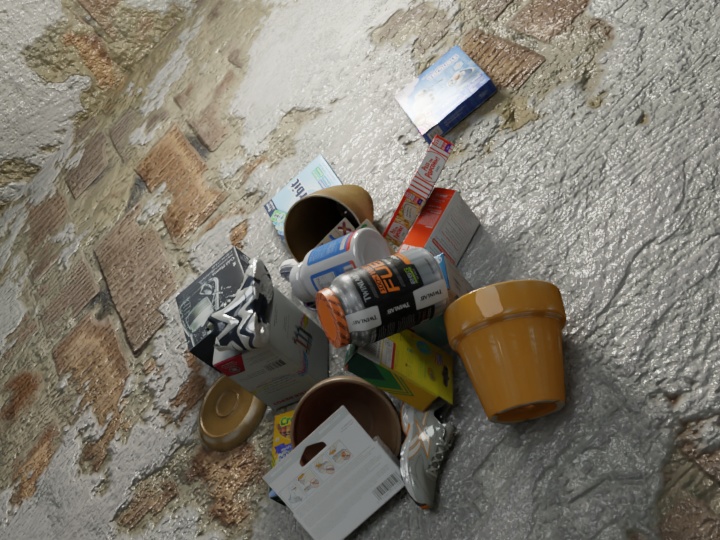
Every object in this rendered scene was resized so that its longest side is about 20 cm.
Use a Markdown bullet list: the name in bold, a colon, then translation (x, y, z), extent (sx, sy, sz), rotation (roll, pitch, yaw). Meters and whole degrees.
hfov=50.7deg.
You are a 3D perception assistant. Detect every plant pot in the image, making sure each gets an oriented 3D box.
- **plant pot**: translation (-0.023, 0.283, 1.372), extent (0.200, 0.202, 0.093), rotation (-39, 2, 8)
- **plant pot**: translation (-0.286, 0.295, 1.666), extent (0.198, 0.027, 0.202), rotation (-22, 47, 25)
- **plant pot**: translation (-0.045, -0.109, 1.661), extent (0.184, 0.188, 0.200), rotation (-19, 16, 28)
- **plant pot**: translation (0.247, 0.141, 1.231), extent (0.198, 0.200, 0.186), rotation (-22, 62, 25)

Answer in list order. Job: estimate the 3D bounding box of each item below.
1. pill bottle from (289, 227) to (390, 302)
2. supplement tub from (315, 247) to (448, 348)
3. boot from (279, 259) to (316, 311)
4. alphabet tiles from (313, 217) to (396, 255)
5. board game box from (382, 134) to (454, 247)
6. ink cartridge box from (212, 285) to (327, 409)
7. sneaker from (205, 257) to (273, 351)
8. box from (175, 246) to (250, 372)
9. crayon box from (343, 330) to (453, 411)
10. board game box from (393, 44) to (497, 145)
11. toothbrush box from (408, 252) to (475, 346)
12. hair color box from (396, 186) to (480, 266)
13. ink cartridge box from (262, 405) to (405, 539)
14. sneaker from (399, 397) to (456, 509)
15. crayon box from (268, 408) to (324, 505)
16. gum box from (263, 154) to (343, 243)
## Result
- **pill bottle**: translation (-0.044, -0.002, 1.486), extent (0.198, 0.112, 0.114), rotation (-19, 47, 39)
- **supplement tub**: translation (0.034, 0.048, 1.246), extent (0.198, 0.124, 0.123), rotation (-21, 37, -20)
- **boot**: translation (-0.123, 0.035, 1.694), extent (0.198, 0.073, 0.091), rotation (7, 58, 42)
- **alphabet tiles**: translation (0.000, 0.000, 1.549), extent (0.166, 0.200, 0.006), rotation (-42, -3, 21)
- **board game box**: translation (0.117, -0.159, 1.558), extent (0.153, 0.046, 0.200), rotation (-61, -1, -29)
- **ink cartridge box**: translation (-0.177, 0.162, 1.549), extent (0.144, 0.200, 0.146), rotation (-23, 44, 23)
- **sneaker**: translation (-0.240, 0.071, 1.458), extent (0.128, 0.080, 0.202), rotation (-16, 57, 17)
- **box**: translation (-0.309, 0.091, 1.774), extent (0.199, 0.124, 0.197), rotation (-40, 44, 8)
- **crayon box**: translation (0.071, 0.160, 1.328), extent (0.051, 0.198, 0.128), rotation (-51, 15, 33)
- **board game box**: translation (0.197, -0.419, 1.801), extent (0.199, 0.043, 0.200), rotation (-38, 41, 10)
- **toothbrush box**: translation (0.108, 0.076, 1.416), extent (0.198, 0.146, 0.086), rotation (-24, 46, 23)
- **hair color box**: translation (0.148, -0.050, 1.506), extent (0.063, 0.111, 0.202), rotation (14, 68, 46)
- **ink cartridge box**: translation (-0.042, 0.357, 1.313), extent (0.200, 0.174, 0.044), rotation (-42, -1, 7)
- **sneaker**: translation (0.119, 0.300, 1.290), extent (0.091, 0.076, 0.202), rotation (-18, 50, 23)
- **crayon box**: translation (-0.108, 0.336, 1.467), extent (0.124, 0.052, 0.202), rotation (-22, 47, 26)
- **gum box**: translation (-0.134, -0.172, 1.887), extent (0.199, 0.045, 0.170), rotation (-41, 42, 6)
